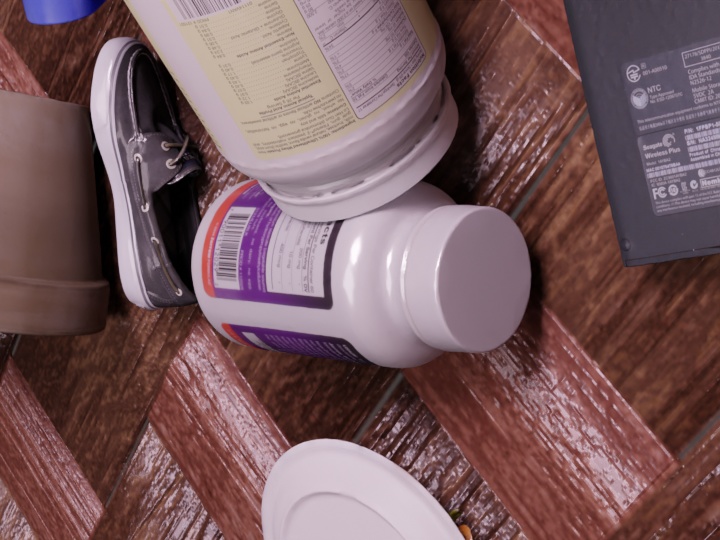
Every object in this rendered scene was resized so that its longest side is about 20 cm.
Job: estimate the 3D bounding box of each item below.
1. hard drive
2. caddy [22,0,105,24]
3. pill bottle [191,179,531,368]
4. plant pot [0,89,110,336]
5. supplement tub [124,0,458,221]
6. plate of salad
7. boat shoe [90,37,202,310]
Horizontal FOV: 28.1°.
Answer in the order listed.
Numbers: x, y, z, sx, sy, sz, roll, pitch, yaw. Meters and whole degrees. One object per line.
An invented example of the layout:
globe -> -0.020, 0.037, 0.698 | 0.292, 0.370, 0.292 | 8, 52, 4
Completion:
hard drive -> 0.169, -0.109, 0.713 | 0.139, 0.033, 0.200 | -10, 95, 48
caddy -> -0.140, -0.220, 0.894 | 0.141, 0.200, 0.105 | -3, 109, 11
pill bottle -> 0.000, 0.000, 0.867 | 0.200, 0.111, 0.112 | 5, 105, 45
plant pot -> -0.282, -0.053, 1.115 | 0.200, 0.200, 0.174 | 13, 94, 44
supplement tub -> -0.040, -0.140, 0.789 | 0.145, 0.145, 0.200 | 14, 145, 44
plate of salad -> 0.013, 0.200, 0.963 | 0.200, 0.048, 0.200 | 21, 125, 34
boat shoe -> -0.143, -0.068, 1.036 | 0.066, 0.070, 0.200 | 2, 101, 28
